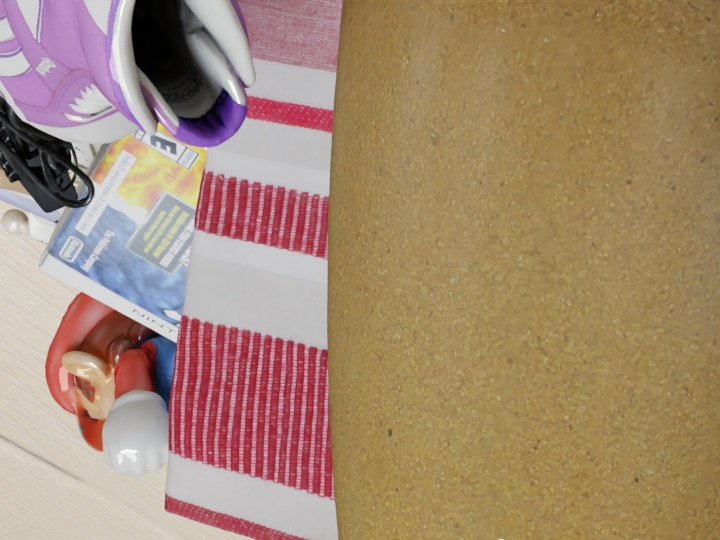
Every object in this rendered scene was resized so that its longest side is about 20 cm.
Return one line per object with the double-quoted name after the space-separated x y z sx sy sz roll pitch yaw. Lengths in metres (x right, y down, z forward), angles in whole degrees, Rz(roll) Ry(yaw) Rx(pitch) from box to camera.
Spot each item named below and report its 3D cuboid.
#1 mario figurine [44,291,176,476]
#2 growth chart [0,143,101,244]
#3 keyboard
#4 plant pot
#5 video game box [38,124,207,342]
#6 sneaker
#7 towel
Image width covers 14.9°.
-0.077 0.069 1.325 0.123 0.106 0.200 36 160 -35 "mario figurine"
-0.144 -0.050 1.232 0.144 0.018 0.200 18 158 24 "growth chart"
-0.155 -0.084 1.033 0.104 0.040 0.200 43 164 28 "keyboard"
0.066 0.021 0.757 0.186 0.201 0.186 13 179 0 "plant pot"
-0.027 -0.004 1.125 0.182 0.047 0.200 26 156 -7 "video game box"
-0.080 -0.069 0.914 0.114 0.073 0.201 55 169 20 "sneaker"
0.000 0.000 0.910 0.144 0.201 0.023 14 -169 33 "towel"
